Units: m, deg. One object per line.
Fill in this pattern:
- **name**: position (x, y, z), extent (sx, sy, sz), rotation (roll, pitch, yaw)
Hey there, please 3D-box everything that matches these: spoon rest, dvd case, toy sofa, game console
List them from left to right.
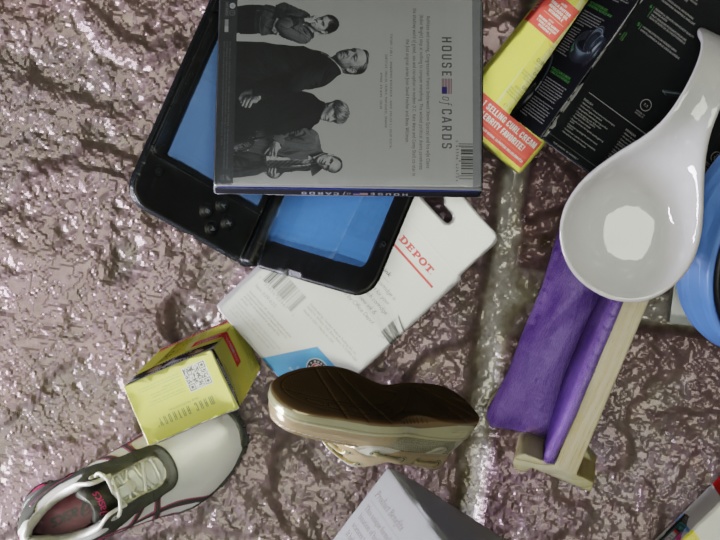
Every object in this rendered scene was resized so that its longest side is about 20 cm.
- **game console**: position (-0.049, -0.106, 1.579), extent (0.175, 0.116, 0.201), rotation (29, 75, -24)
- **dvd case**: position (-0.008, -0.130, 1.564), extent (0.198, 0.025, 0.152), rotation (1, 76, -1)
- **toy sofa**: position (0.169, 0.058, 1.621), extent (0.097, 0.083, 0.202), rotation (22, 102, 2)
- **spoon rest**: position (0.212, -0.072, 1.486), extent (0.099, 0.061, 0.201), rotation (25, 99, 1)

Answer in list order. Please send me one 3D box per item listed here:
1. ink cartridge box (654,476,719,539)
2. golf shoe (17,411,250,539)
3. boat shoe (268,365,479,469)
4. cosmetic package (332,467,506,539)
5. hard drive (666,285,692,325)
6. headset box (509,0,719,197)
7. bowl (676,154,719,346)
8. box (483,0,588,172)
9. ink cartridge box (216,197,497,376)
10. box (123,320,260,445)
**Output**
- **ink cartridge box**: position (0.291, 0.240, 1.649), extent (0.200, 0.067, 0.116), rotation (-44, 92, 5)
- **golf shoe**: position (-0.177, 0.171, 1.655), extent (0.199, 0.088, 0.078), rotation (-29, 91, 3)
- **boat shoe**: position (0.004, 0.121, 1.607), extent (0.072, 0.199, 0.065), rotation (48, 118, 39)
- **cosmetic package**: position (0.045, 0.296, 1.591), extent (0.166, 0.167, 0.201), rotation (35, 96, -26)
- **hard drive**: position (0.346, -0.014, 1.647), extent (0.198, 0.026, 0.133), rotation (6, 95, 3)
- **headset box**: position (0.241, -0.143, 1.558), extent (0.173, 0.093, 0.201), rotation (32, 97, -19)
- **bowl**: position (0.324, -0.024, 1.557), extent (0.199, 0.039, 0.202), rotation (-14, 122, -24)
- **box**: position (0.157, -0.175, 1.621), extent (0.075, 0.050, 0.200), rotation (40, 95, -4)
- **ink cartridge box**: position (0.000, 0.000, 1.642), extent (0.200, 0.067, 0.116), rotation (-42, 91, 6)
- **box**: position (-0.123, 0.080, 1.587), extent (0.075, 0.200, 0.051), rotation (-23, 94, 5)
